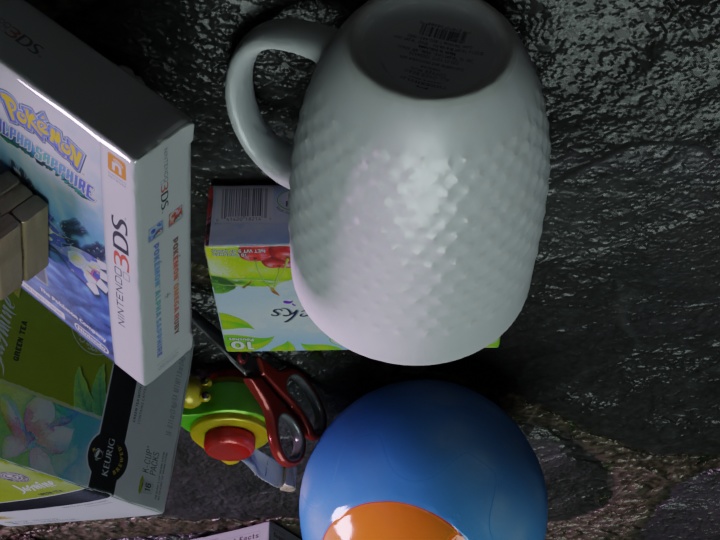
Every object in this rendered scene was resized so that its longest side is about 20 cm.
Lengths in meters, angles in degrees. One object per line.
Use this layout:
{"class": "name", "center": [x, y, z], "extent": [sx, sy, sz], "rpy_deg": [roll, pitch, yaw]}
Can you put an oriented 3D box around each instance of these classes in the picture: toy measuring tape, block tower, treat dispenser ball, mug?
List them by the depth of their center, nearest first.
{"class": "block tower", "center": [-0.251, -0.066, 0.731], "extent": [0.199, 0.054, 0.058], "rpy_deg": [39, 145, 15]}
{"class": "mug", "center": [0.011, -0.069, 0.772], "extent": [0.198, 0.148, 0.176], "rpy_deg": [25, 144, 17]}
{"class": "treat dispenser ball", "center": [0.050, 0.189, 1.107], "extent": [0.198, 0.203, 0.202], "rpy_deg": [0, 148, 0]}
{"class": "toy measuring tape", "center": [-0.085, 0.134, 1.145], "extent": [0.073, 0.074, 0.200], "rpy_deg": [-16, 145, 23]}

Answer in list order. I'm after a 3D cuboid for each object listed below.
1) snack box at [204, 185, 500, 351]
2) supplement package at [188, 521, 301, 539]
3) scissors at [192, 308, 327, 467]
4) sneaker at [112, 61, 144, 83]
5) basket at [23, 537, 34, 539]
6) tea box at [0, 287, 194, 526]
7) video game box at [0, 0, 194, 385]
{"class": "snack box", "center": [0.000, 0.000, 0.946], "extent": [0.197, 0.054, 0.143], "rpy_deg": [-1, 149, 1]}
{"class": "supplement package", "center": [-0.109, 0.374, 1.398], "extent": [0.113, 0.202, 0.109], "rpy_deg": [-16, 144, 26]}
{"class": "scissors", "center": [-0.086, 0.070, 1.082], "extent": [0.014, 0.073, 0.201], "rpy_deg": [-10, 124, 38]}
{"class": "sneaker", "center": [-0.172, -0.043, 0.853], "extent": [0.076, 0.081, 0.201], "rpy_deg": [4, 148, -7]}
{"class": "basket", "center": [-0.340, 0.408, 1.490], "extent": [0.197, 0.163, 0.199], "rpy_deg": [24, 140, -33]}
{"class": "tea box", "center": [-0.259, 0.089, 0.972], "extent": [0.198, 0.135, 0.196], "rpy_deg": [-13, 151, 42]}
{"class": "video game box", "center": [-0.172, -0.056, 0.740], "extent": [0.199, 0.047, 0.183], "rpy_deg": [35, 143, 21]}
